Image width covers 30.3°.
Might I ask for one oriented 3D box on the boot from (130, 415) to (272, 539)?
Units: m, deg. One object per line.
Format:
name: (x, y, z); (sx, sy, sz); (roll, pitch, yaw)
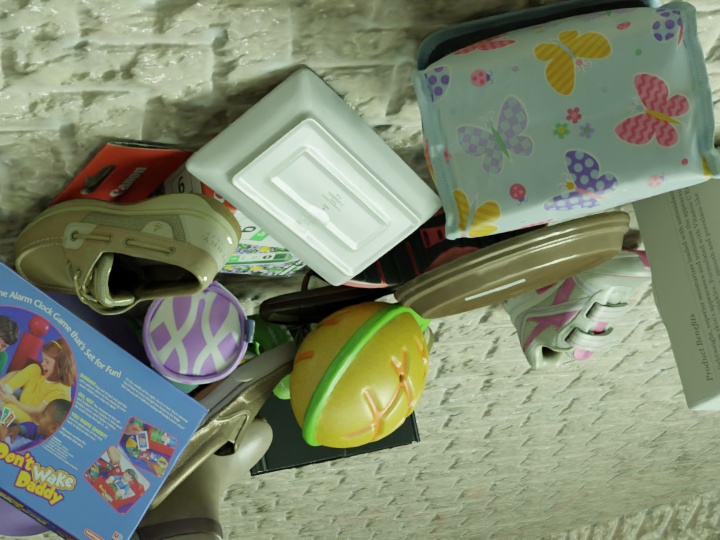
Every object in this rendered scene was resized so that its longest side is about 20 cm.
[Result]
boot: (-0.142, 0.201, 1.099); (0.200, 0.070, 0.146); (-28, -153, -13)

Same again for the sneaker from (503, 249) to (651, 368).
sneaker: (0.226, 0.040, 1.313); (0.081, 0.089, 0.200); (1, 156, -31)

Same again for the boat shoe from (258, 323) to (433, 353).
boat shoe: (-0.029, 0.064, 1.287); (0.200, 0.072, 0.066); (-8, 134, 28)

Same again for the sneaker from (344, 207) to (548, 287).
sneaker: (0.056, -0.016, 1.099); (0.199, 0.074, 0.087); (-10, 161, -5)

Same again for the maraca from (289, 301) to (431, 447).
maraca: (0.010, 0.081, 1.140); (0.200, 0.107, 0.137); (-29, 151, -57)

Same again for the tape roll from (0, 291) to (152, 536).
tape roll: (-0.262, 0.108, 1.078); (0.085, 0.201, 0.200); (-24, 156, 31)

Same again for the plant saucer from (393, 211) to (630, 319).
plant saucer: (0.125, 0.000, 1.071); (0.199, 0.030, 0.200); (-17, 172, -2)

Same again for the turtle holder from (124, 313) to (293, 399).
turtle holder: (-0.143, 0.106, 1.232); (0.185, 0.132, 0.141); (-7, 159, -10)

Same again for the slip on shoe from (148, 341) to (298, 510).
slip on shoe: (-0.119, 0.125, 1.099); (0.200, 0.061, 0.076); (-32, -177, -43)

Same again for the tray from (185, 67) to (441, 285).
tray: (-0.024, -0.054, 0.931); (0.107, 0.022, 0.200); (-37, 141, 11)

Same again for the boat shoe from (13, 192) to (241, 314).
boat shoe: (-0.176, -0.006, 0.933); (0.199, 0.065, 0.072); (-5, 135, 32)

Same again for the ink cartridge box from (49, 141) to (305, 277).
ink cartridge box: (-0.113, -0.041, 0.976); (0.199, 0.051, 0.109); (4, 155, -36)

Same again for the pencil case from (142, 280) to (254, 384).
pencil case: (-0.132, 0.046, 1.065); (0.084, 0.086, 0.200); (-4, 177, -8)

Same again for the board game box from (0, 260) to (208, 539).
board game box: (-0.230, 0.103, 0.974); (0.200, 0.135, 0.045); (38, 156, -16)

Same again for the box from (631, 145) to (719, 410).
box: (0.363, 0.009, 1.146); (0.199, 0.200, 0.131); (5, 155, -39)

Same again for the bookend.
bookend: (-0.030, 0.155, 1.420); (0.198, 0.092, 0.200); (-11, 172, -6)

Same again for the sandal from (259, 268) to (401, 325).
sandal: (0.000, 0.000, 1.153); (0.199, 0.055, 0.082); (-21, 169, -18)

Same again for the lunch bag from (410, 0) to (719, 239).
lunch bag: (0.120, -0.102, 0.829); (0.169, 0.128, 0.200); (-12, -172, 8)
